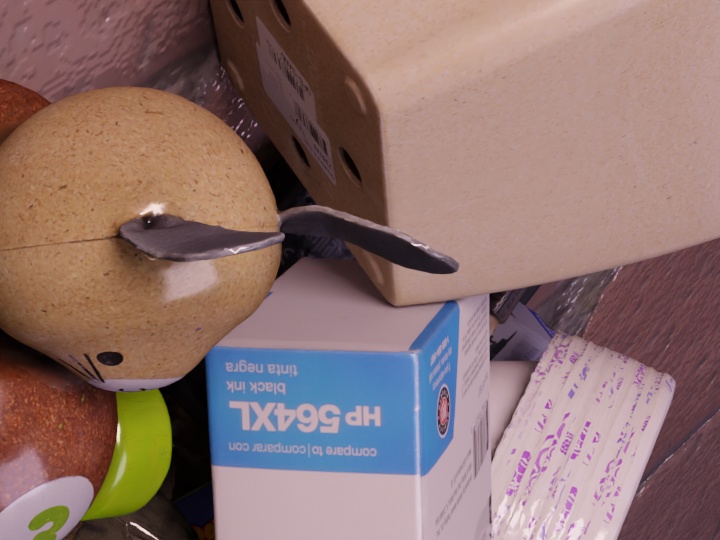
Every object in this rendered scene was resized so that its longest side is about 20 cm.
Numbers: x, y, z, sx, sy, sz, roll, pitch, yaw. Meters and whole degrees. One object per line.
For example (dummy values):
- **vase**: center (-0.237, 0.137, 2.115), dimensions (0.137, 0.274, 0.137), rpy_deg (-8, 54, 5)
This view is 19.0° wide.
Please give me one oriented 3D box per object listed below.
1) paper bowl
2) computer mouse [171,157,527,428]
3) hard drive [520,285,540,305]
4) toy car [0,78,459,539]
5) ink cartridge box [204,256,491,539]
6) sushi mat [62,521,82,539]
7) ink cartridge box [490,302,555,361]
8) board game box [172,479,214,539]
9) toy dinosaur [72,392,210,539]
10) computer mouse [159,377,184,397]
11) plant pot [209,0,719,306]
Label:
- **paper bowl**: center (0.064, 0.123, 0.996), dimensions (0.201, 0.104, 0.202), rpy_deg (24, 90, -81)
- **computer mouse**: center (0.000, 0.000, 0.942), dimensions (0.140, 0.046, 0.201), rpy_deg (42, 74, -28)
- **hard drive**: center (0.035, 0.007, 1.100), dimensions (0.140, 0.033, 0.200), rpy_deg (-52, 157, -4)
- **toy car**: center (-0.075, 0.010, 0.639), dimensions (0.164, 0.199, 0.159), rpy_deg (-1, 85, -54)
- **ink cartridge box**: center (0.001, 0.108, 0.826), dimensions (0.146, 0.084, 0.202), rpy_deg (-44, 134, -73)
- **sushi mat**: center (-0.148, 0.120, 0.869), dimensions (0.096, 0.012, 0.200), rpy_deg (-43, 169, 13)
- **ink cartridge box**: center (0.036, 0.060, 1.078), dimensions (0.119, 0.042, 0.200), rpy_deg (-44, 158, 8)
- **board game box**: center (-0.063, 0.151, 1.011), dimensions (0.134, 0.045, 0.200), rpy_deg (-27, 160, -12)
- **toy dinosaur**: center (-0.082, 0.109, 0.857), dimensions (0.047, 0.088, 0.200), rpy_deg (-34, -165, 21)
- **computer mouse**: center (-0.145, 0.057, 0.799), dimensions (0.199, 0.053, 0.139), rpy_deg (-33, 167, -27)
- **plant pot**: center (0.048, -0.107, 0.780), dimensions (0.176, 0.200, 0.201), rpy_deg (-28, 151, -14)
